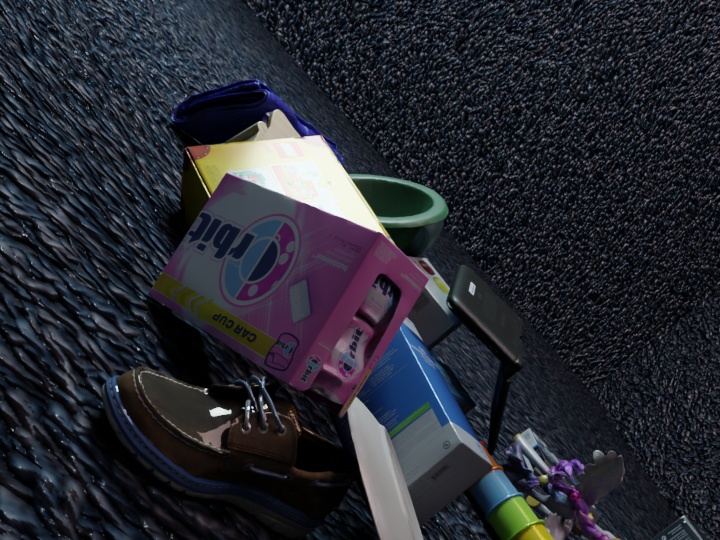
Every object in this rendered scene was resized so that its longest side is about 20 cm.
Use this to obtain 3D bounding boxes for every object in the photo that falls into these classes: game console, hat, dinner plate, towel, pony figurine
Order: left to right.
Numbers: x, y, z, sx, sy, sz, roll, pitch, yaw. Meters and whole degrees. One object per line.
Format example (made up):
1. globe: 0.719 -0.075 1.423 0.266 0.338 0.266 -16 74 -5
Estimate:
1. towel: -0.125 -0.173 1.148 0.200 0.146 0.050 37 55 -55
2. hat: 0.000 0.000 1.032 0.165 0.178 0.199 22 26 32
3. dinner plate: 0.027 0.181 0.654 0.200 0.024 0.202 161 -90 -90
4. game console: 0.149 0.107 1.162 0.176 0.116 0.200 44 16 -2
5. pony figurine: 0.268 0.303 1.174 0.200 0.167 0.193 39 -8 45

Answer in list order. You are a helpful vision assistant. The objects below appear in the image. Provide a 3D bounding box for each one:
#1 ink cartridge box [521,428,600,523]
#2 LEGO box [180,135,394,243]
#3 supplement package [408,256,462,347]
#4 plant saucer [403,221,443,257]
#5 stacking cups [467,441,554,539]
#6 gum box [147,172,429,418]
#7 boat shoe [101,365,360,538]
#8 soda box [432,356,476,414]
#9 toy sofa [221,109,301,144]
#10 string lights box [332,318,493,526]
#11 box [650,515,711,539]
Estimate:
1. ink cartridge box: 0.343 0.362 1.520 0.200 0.039 0.100 47 10 -22
2. LEGO box: -0.070 -0.037 0.850 0.148 0.078 0.201 -9 45 -26
3. supplement package: 0.066 0.057 1.217 0.114 0.109 0.200 52 10 8
4. plant saucer: 0.013 -0.051 1.206 0.200 0.199 0.028 38 42 -49
5. stacking cups: 0.154 0.261 1.044 0.200 0.060 0.060 52 10 33
6. gum box: -0.054 0.013 0.650 0.199 0.114 0.066 23 -12 45
7. boat shoe: -0.074 0.103 0.572 0.200 0.072 0.072 40 14 -44
8. soda box: 0.062 0.135 1.058 0.068 0.064 0.200 56 11 31
9. toy sofa: -0.081 -0.085 1.074 0.200 0.082 0.098 44 46 -26
10. string lights box: 0.032 0.129 0.842 0.059 0.103 0.201 40 15 -39
11. box: 0.680 0.619 1.798 0.200 0.124 0.197 37 15 -53
